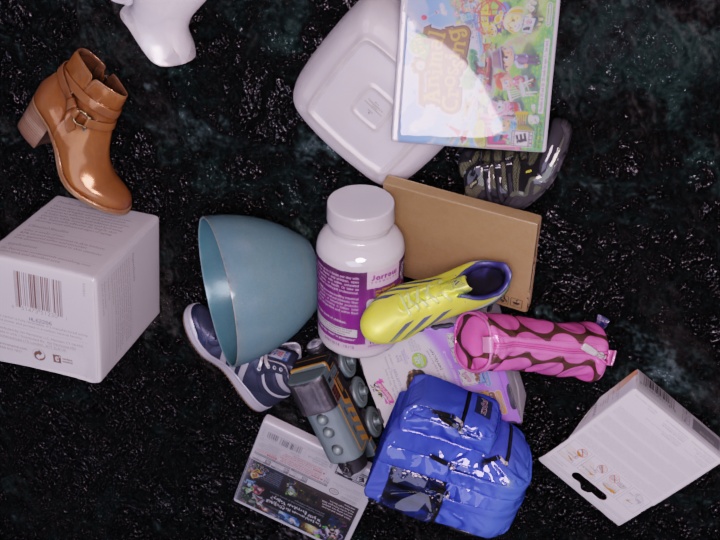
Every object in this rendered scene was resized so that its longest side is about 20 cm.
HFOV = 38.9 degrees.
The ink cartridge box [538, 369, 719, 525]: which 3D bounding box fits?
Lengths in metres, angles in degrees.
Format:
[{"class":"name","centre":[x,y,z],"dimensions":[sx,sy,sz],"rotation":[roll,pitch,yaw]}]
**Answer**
[{"class":"ink cartridge box","centre":[0.370,0.248,1.399],"dimensions":[0.162,0.050,0.200],"rotation":[39,130,-6]}]

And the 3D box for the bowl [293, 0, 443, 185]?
[{"class":"bowl","centre":[0.025,-0.208,1.240],"dimensions":[0.200,0.075,0.200],"rotation":[40,122,-8]}]

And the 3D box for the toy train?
[{"class":"toy train","centre":[-0.035,0.197,1.450],"dimensions":[0.084,0.114,0.202],"rotation":[-14,112,24]}]

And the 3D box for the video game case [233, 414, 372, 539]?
[{"class":"video game case","centre":[-0.085,0.335,1.594],"dimensions":[0.198,0.023,0.183],"rotation":[24,121,3]}]

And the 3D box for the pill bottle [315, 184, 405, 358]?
[{"class":"pill bottle","centre":[0.000,0.000,1.270],"dimensions":[0.111,0.113,0.202],"rotation":[9,126,12]}]

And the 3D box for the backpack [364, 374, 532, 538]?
[{"class":"backpack","centre":[0.125,0.244,1.316],"dimensions":[0.198,0.163,0.169],"rotation":[22,120,3]}]

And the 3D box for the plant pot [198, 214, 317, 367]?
[{"class":"plant pot","centre":[-0.128,0.015,1.357],"dimensions":[0.133,0.200,0.202],"rotation":[-13,119,-17]}]

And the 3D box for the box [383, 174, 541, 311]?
[{"class":"box","centre":[0.123,-0.033,1.275],"dimensions":[0.198,0.021,0.164],"rotation":[17,141,17]}]

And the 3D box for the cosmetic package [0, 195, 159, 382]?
[{"class":"cosmetic package","centre":[-0.393,0.021,1.416],"dimensions":[0.165,0.200,0.168],"rotation":[11,120,11]}]

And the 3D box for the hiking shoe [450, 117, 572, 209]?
[{"class":"hiking shoe","centre":[0.171,-0.121,1.239],"dimensions":[0.100,0.076,0.200],"rotation":[36,123,-8]}]

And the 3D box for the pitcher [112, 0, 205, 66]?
[{"class":"pitcher","centre":[-0.242,-0.375,1.218],"dimensions":[0.171,0.121,0.201],"rotation":[40,134,11]}]

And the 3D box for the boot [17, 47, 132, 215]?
[{"class":"boot","centre":[-0.353,-0.187,1.378],"dimensions":[0.155,0.077,0.200],"rotation":[-41,93,26]}]

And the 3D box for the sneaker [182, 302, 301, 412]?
[{"class":"sneaker","centre":[-0.160,0.111,1.468],"dimensions":[0.108,0.070,0.201],"rotation":[-24,115,32]}]

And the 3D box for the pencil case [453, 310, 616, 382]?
[{"class":"pencil case","centre":[0.220,0.095,1.284],"dimensions":[0.198,0.094,0.092],"rotation":[4,102,-24]}]

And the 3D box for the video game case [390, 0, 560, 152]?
[{"class":"video game case","centre":[0.131,-0.242,1.160],"dimensions":[0.180,0.022,0.203],"rotation":[4,100,1]}]

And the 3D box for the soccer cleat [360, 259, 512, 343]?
[{"class":"soccer cleat","centre":[0.091,0.031,1.211],"dimensions":[0.065,0.198,0.084],"rotation":[67,158,10]}]

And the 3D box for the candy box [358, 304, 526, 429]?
[{"class":"candy box","centre":[0.109,0.135,1.397],"dimensions":[0.198,0.072,0.169],"rotation":[-11,114,21]}]
